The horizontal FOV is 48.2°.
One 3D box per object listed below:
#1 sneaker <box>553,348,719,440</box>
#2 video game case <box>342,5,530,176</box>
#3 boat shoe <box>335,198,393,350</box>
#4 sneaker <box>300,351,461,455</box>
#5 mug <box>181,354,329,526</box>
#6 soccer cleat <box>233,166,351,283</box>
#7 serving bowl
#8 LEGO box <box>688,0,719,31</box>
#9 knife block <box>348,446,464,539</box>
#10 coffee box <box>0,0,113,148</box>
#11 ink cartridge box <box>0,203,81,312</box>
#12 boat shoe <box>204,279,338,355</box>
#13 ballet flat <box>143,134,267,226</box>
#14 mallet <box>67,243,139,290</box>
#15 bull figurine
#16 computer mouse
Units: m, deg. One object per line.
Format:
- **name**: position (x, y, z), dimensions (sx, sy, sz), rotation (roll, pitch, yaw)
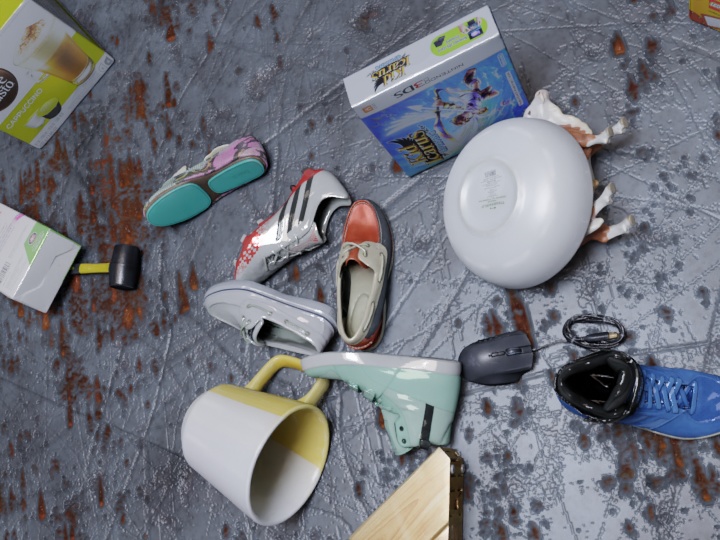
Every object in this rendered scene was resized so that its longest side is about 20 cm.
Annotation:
- **sneaker**: position (0.301, 0.131, 0.843), dimensions (0.197, 0.111, 0.078), rotation (6, 79, 23)
- **video game case**: position (0.099, -0.202, 0.958), dimensions (0.179, 0.200, 0.046), rotation (-23, 65, 16)
- **boat shoe**: position (0.000, 0.000, 1.029), dimensions (0.070, 0.062, 0.203), rotation (-4, 75, 24)
- **sneaker**: position (0.018, 0.159, 0.963), dimensions (0.197, 0.074, 0.120), rotation (4, 86, 14)
- **mug**: position (-0.131, 0.208, 1.012), dimensions (0.152, 0.186, 0.152), rotation (16, 116, 33)
- **soccer cleat**: position (-0.092, -0.046, 1.077), dimensions (0.085, 0.069, 0.201), rotation (39, 89, 30)
- **serving bowl**: position (0.167, -0.083, 0.935), dimensions (0.198, 0.065, 0.204), rotation (-8, 79, 46)
- **LEGO box**: position (0.494, -0.321, 0.891), dimensions (0.199, 0.077, 0.150), rotation (34, 91, 26)
- **knife block**: position (0.030, 0.307, 0.939), dimensions (0.173, 0.064, 0.203), rotation (-2, 77, 21)
- **coffee box**: position (-0.561, -0.356, 1.274), dimensions (0.200, 0.197, 0.200), rotation (-47, 65, 6)
- **ink cartridge box**: position (-0.532, -0.028, 1.242), dimensions (0.198, 0.067, 0.118), rotation (22, 82, 36)
- **boat shoe**: position (-0.128, 0.063, 1.049), dimensions (0.197, 0.074, 0.067), rotation (6, 45, 23)
- **ballet flat**: position (-0.224, -0.133, 1.159), dimensions (0.198, 0.069, 0.072), rotation (-27, 50, 10)
- **mallet**: position (-0.415, -0.013, 1.222), dimensions (0.197, 0.041, 0.067), rotation (6, 79, 28)
- **bull figurine**: position (0.250, -0.120, 0.944), dimensions (0.121, 0.065, 0.203), rotation (-13, 77, 47)
- **computer mouse**: position (0.206, 0.090, 0.936), dimensions (0.197, 0.034, 0.059), rotation (-18, 70, 17)
